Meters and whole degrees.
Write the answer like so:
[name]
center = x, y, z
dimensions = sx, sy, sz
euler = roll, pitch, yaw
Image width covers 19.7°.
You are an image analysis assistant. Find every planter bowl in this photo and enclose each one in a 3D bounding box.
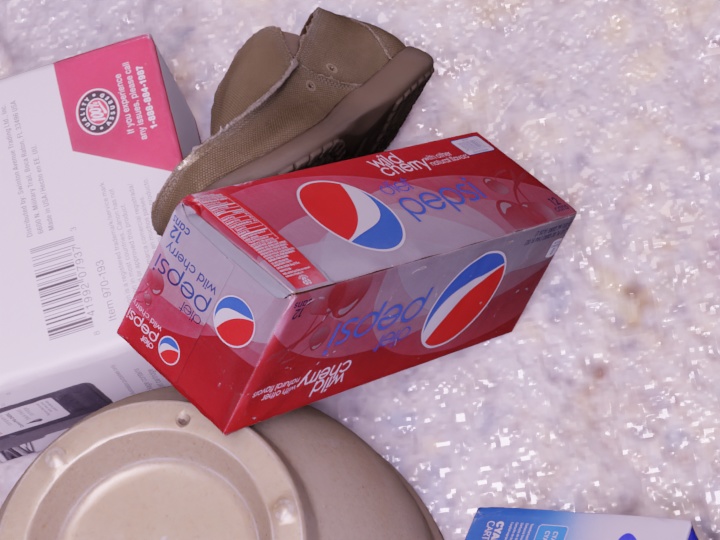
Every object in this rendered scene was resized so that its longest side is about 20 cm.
[planter bowl]
center = -0.067, 0.128, 0.812
dimensions = 0.200, 0.135, 0.201
euler = -4, 67, 9

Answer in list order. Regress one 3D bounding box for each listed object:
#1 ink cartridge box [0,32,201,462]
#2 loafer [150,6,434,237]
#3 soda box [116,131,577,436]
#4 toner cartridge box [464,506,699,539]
[ink cartridge box]
center = -0.162, 0.002, 0.912
dimensions = 0.199, 0.083, 0.146
euler = -17, 65, 3
[loafer]
center = -0.038, -0.056, 0.875
dimensions = 0.067, 0.200, 0.076
euler = 34, 121, 9
[soda box]
center = 0.000, 0.000, 0.825
dimensions = 0.063, 0.200, 0.070
euler = 41, 121, 24
[toner cartridge box]
center = 0.058, 0.180, 0.767
dimensions = 0.095, 0.043, 0.200
euler = 0, 46, 30
